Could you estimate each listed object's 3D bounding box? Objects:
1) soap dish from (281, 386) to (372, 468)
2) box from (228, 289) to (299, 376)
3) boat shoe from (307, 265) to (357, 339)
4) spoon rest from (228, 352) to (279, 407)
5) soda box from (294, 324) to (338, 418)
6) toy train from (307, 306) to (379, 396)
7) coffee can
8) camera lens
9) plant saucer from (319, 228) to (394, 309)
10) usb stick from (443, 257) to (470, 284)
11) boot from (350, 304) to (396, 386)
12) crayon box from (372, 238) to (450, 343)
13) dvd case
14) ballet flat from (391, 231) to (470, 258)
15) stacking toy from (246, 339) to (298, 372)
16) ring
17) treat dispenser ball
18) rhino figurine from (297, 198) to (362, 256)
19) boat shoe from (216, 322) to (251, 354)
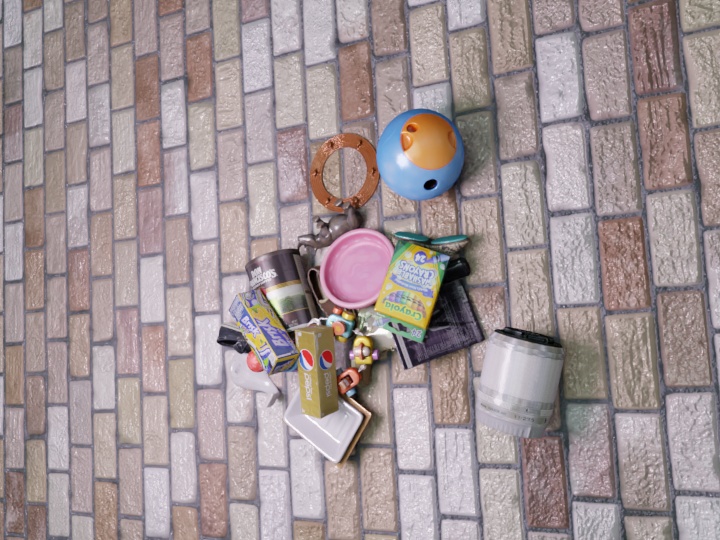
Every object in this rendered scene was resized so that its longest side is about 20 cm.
[{"bbox_3d":[-0.079,0.357,1.550,0.199,0.081,0.159,33,100,22],"label":"soap dish"},{"bbox_3d":[-0.225,0.142,1.474,0.201,0.069,0.065,54,130,26],"label":"box"},{"bbox_3d":[-0.076,0.080,1.570,0.074,0.075,0.204,-36,73,18],"label":"boat shoe"},{"bbox_3d":[-0.279,0.287,1.668,0.199,0.060,0.100,36,100,36],"label":"spoon rest"},{"bbox_3d":[-0.100,0.231,1.457,0.067,0.064,0.203,4,103,42],"label":"soda box"},{"bbox_3d":[-0.044,0.189,1.470,0.149,0.056,0.202,-31,88,16],"label":"toy train"},{"bbox_3d":[-0.193,0.065,1.586,0.145,0.146,0.203,-23,78,21],"label":"coffee can"},{"bbox_3d":[0.332,0.229,1.327,0.158,0.160,0.203,13,92,24],"label":"camera lens"},{"bbox_3d":[0.000,0.000,1.526,0.198,0.051,0.204,-9,65,21],"label":"plant saucer"},{"bbox_3d":[0.161,0.020,1.479,0.198,0.056,0.033,-21,47,22],"label":"usb stick"},{"bbox_3d":[0.062,0.186,1.505,0.152,0.072,0.204,6,89,22],"label":"boot"},{"bbox_3d":[0.112,0.046,1.418,0.124,0.052,0.203,18,87,11],"label":"crayon box"},{"bbox_3d":[0.166,0.123,1.448,0.197,0.016,0.151,-20,78,-3],"label":"dvd case"},{"bbox_3d":[0.165,-0.049,1.482,0.197,0.068,0.077,4,110,30],"label":"ballet flat"},{"bbox_3d":[-0.206,0.214,1.549,0.084,0.199,0.087,-2,86,31],"label":"stacking toy"},{"bbox_3d":[-0.044,-0.248,1.608,0.198,0.019,0.204,-2,86,25],"label":"ring"},{"bbox_3d":[0.134,-0.260,1.427,0.198,0.200,0.204,-2,86,24],"label":"treat dispenser ball"},{"bbox_3d":[-0.081,-0.100,1.582,0.199,0.087,0.060,-32,41,20],"label":"rhino figurine"},{"bbox_3d":[-0.298,0.190,1.660,0.198,0.075,0.063,13,63,30],"label":"boat shoe"}]
